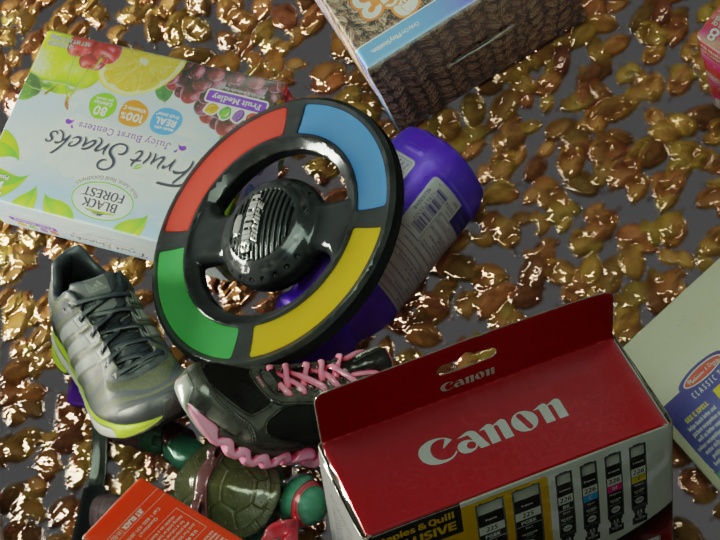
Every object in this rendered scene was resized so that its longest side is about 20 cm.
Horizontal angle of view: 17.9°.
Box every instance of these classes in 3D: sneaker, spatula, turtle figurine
[{"bbox_3d":[-0.167,0.048,1.525,0.074,0.081,0.200,-25,30,-20],"label":"sneaker"},{"bbox_3d":[-0.182,0.133,1.572,0.056,0.021,0.201,-2,66,16],"label":"spatula"},{"bbox_3d":[-0.080,0.147,1.495,0.199,0.101,0.150,10,65,29],"label":"turtle figurine"},{"bbox_3d":[-0.025,0.080,1.446,0.096,0.200,0.079,-56,40,22],"label":"sneaker"}]

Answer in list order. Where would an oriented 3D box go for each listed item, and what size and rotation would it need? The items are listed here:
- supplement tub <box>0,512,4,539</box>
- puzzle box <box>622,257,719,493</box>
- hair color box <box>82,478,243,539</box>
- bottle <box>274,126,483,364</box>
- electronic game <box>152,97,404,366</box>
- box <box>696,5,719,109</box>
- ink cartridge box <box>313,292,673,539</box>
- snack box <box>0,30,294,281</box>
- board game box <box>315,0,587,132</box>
[{"bbox_3d":[-0.325,0.114,1.564,0.132,0.132,0.201,-21,61,7],"label":"supplement tub"},{"bbox_3d":[0.271,0.041,1.455,0.200,0.025,0.133,-43,61,6],"label":"puzzle box"},{"bbox_3d":[-0.074,0.221,1.404,0.200,0.102,0.061,27,54,25],"label":"hair color box"},{"bbox_3d":[0.000,0.000,1.543,0.065,0.084,0.200,32,79,33],"label":"bottle"},{"bbox_3d":[-0.057,-0.024,1.512,0.200,0.042,0.201,-18,55,29],"label":"electronic game"},{"bbox_3d":[0.328,-0.116,1.487,0.200,0.100,0.096,36,80,27],"label":"box"},{"bbox_3d":[0.082,0.125,1.374,0.199,0.176,0.084,-20,47,-10],"label":"ink cartridge box"},{"bbox_3d":[-0.160,-0.084,1.649,0.199,0.053,0.143,14,72,22],"label":"snack box"},{"bbox_3d":[0.039,-0.230,1.630,0.159,0.097,0.200,-32,61,1],"label":"board game box"}]
